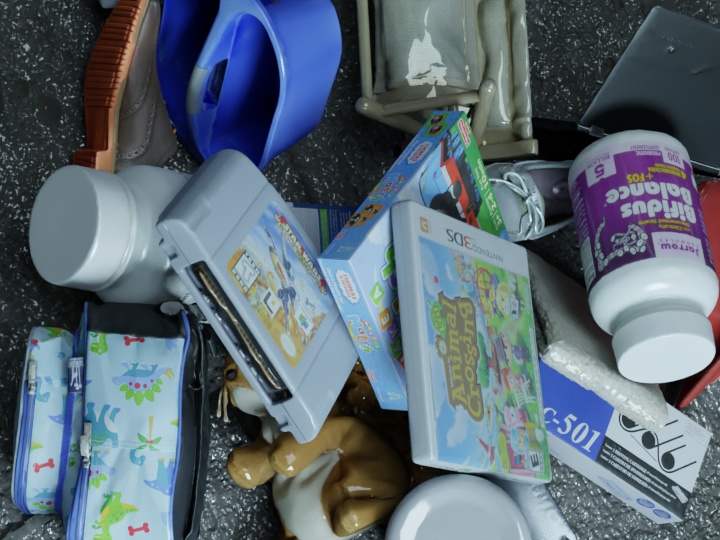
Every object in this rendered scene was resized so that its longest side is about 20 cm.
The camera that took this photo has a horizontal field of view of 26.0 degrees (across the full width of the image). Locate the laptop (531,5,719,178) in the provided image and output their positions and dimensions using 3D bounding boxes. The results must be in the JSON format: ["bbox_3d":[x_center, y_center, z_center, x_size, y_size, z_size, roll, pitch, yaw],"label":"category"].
[{"bbox_3d":[0.278,-0.162,1.436,0.185,0.200,0.117,15,93,-23],"label":"laptop"}]

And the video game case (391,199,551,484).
[{"bbox_3d":[0.090,0.060,1.225,0.181,0.022,0.203,18,62,-52],"label":"video game case"}]

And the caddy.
[{"bbox_3d":[-0.102,-0.167,1.271,0.141,0.201,0.105,42,52,17],"label":"caddy"}]

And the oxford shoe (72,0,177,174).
[{"bbox_3d":[-0.186,-0.131,1.277,0.072,0.071,0.203,9,98,-31],"label":"oxford shoe"}]

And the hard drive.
[{"bbox_3d":[0.124,0.181,1.343,0.042,0.135,0.201,-33,94,-8],"label":"hard drive"}]

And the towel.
[{"bbox_3d":[0.198,0.060,1.386,0.132,0.200,0.035,32,109,-16],"label":"towel"}]

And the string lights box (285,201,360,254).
[{"bbox_3d":[0.000,0.000,1.357,0.198,0.059,0.104,3,77,-26],"label":"string lights box"}]

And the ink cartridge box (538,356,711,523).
[{"bbox_3d":[0.228,0.145,1.447,0.199,0.044,0.095,33,65,-16],"label":"ink cartridge box"}]

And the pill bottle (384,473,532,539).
[{"bbox_3d":[0.079,0.236,1.255,0.114,0.200,0.117,-1,73,3],"label":"pill bottle"}]

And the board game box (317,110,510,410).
[{"bbox_3d":[0.051,-0.010,1.261,0.200,0.036,0.152,-52,131,-38],"label":"board game box"}]

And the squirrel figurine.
[{"bbox_3d":[-0.029,0.127,1.293,0.199,0.141,0.188,-17,76,-42],"label":"squirrel figurine"}]

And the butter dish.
[{"bbox_3d":[0.308,-0.001,1.461,0.147,0.200,0.201,27,67,7],"label":"butter dish"}]

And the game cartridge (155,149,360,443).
[{"bbox_3d":[-0.070,0.013,1.171,0.201,0.041,0.133,58,35,-18],"label":"game cartridge"}]

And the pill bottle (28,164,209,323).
[{"bbox_3d":[-0.154,-0.021,1.220,0.199,0.114,0.116,10,73,-47],"label":"pill bottle"}]

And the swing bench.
[{"bbox_3d":[0.076,-0.215,1.388,0.128,0.200,0.202,-6,77,16],"label":"swing bench"}]

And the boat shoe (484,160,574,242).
[{"bbox_3d":[0.165,-0.068,1.422,0.201,0.064,0.075,-10,88,-46],"label":"boat shoe"}]

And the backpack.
[{"bbox_3d":[-0.185,0.132,1.175,0.145,0.183,0.203,1,81,-2],"label":"backpack"}]

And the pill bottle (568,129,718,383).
[{"bbox_3d":[0.245,-0.011,1.338,0.111,0.112,0.202,10,55,-24],"label":"pill bottle"}]

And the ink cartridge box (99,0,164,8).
[{"bbox_3d":[-0.096,-0.288,1.276,0.198,0.200,0.041,-12,72,-37],"label":"ink cartridge box"}]
